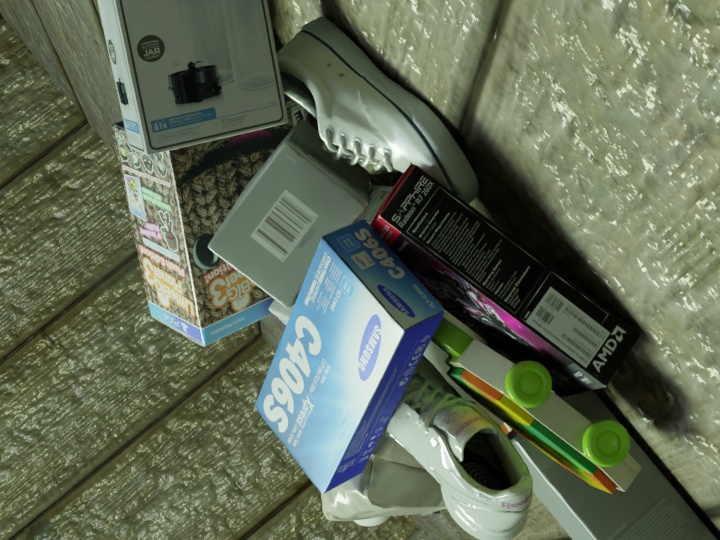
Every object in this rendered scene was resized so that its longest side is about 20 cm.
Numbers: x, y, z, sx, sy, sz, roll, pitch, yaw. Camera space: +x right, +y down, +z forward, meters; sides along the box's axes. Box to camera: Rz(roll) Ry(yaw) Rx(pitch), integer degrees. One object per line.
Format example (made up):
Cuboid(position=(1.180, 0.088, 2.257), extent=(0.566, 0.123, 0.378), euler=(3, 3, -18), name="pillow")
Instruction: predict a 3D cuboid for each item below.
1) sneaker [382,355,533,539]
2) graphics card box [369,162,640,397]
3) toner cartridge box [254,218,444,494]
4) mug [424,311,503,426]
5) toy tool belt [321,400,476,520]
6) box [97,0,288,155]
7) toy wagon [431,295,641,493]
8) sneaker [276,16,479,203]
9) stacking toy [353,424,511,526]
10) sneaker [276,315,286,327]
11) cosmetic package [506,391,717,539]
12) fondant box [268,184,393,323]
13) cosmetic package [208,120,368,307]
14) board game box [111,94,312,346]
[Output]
Cuboid(position=(0.061, 0.108, 1.025), extent=(0.200, 0.075, 0.100), euler=(45, 156, 17), name="sneaker")
Cuboid(position=(0.095, 0.012, 0.984), extent=(0.199, 0.051, 0.125), euler=(36, 169, 0), name="graphics card box")
Cuboid(position=(-0.013, 0.067, 1.000), extent=(0.095, 0.043, 0.201), euler=(47, 139, 23), name="toner cartridge box")
Cuboid(position=(0.042, 0.092, 1.292), extent=(0.149, 0.186, 0.154), euler=(16, 138, 45), name="mug")
Cuboid(position=(0.049, 0.141, 1.154), extent=(0.124, 0.199, 0.124), euler=(-21, 70, 45), name="toy tool belt")
Cuboid(position=(-0.130, -0.196, 0.995), extent=(0.060, 0.116, 0.202), euler=(-154, 53, -66), name="box")
Cuboid(position=(0.116, 0.091, 1.011), extent=(0.199, 0.040, 0.155), euler=(37, 174, -3), name="toy wagon")
Cuboid(position=(0.006, -0.106, 1.028), extent=(0.200, 0.071, 0.073), euler=(45, 168, 26), name="sneaker")
Cuboid(position=(0.064, 0.193, 1.442), extent=(0.146, 0.200, 0.146), euler=(49, 169, 13), name="stacking toy")
Cuboid(position=(-0.069, 0.018, 1.440), extent=(0.200, 0.069, 0.100), euler=(47, 176, 38), name="sneaker")
Cuboid(position=(0.210, 0.194, 1.139), extent=(0.201, 0.090, 0.107), euler=(53, 172, 3), name="cosmetic package")
Cuboid(position=(0.000, 0.000, 1.197), extent=(0.058, 0.145, 0.200), euler=(35, 174, -17), name="fondant box")
Cuboid(position=(-0.054, -0.052, 1.122), extent=(0.090, 0.107, 0.200), euler=(37, -169, -3), name="cosmetic package")
Cuboid(position=(-0.125, -0.060, 1.282), extent=(0.096, 0.159, 0.202), euler=(23, 130, 46), name="board game box")
